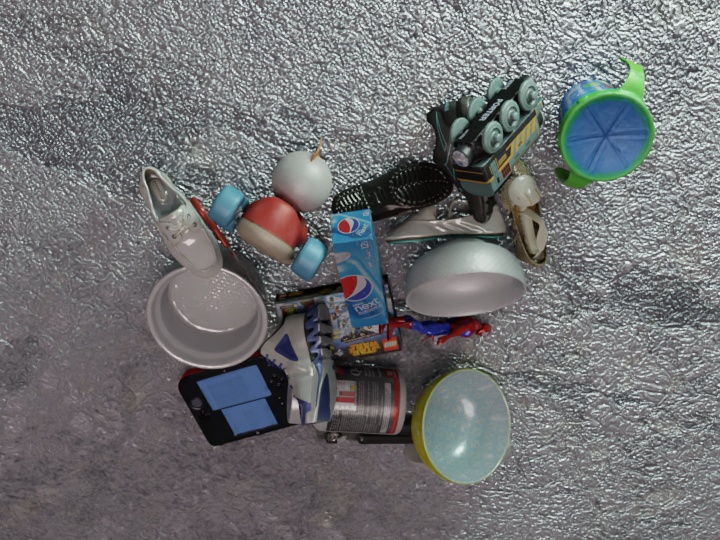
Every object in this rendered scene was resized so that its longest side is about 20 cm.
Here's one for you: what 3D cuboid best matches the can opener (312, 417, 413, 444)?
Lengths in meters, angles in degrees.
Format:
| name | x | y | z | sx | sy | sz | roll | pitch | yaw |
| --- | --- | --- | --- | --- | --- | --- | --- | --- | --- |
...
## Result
| name | x | y | z | sx | sy | sz | roll | pitch | yaw |
| --- | --- | --- | --- | --- | --- | --- | --- | --- | --- |
| can opener | 0.009 | 0.284 | 1.664 | 0.199 | 0.067 | 0.054 | 3 | 124 | -16 |

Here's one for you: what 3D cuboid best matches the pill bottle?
| name | x | y | z | sx | sy | sz | roll | pitch | yaw |
| --- | --- | --- | --- | --- | --- | --- | --- | --- | --- |
| pill bottle | -0.026 | 0.226 | 1.580 | 0.199 | 0.116 | 0.116 | 5 | 119 | -9 |

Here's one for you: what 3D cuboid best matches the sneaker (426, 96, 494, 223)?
| name | x | y | z | sx | sy | sz | roll | pitch | yaw |
| --- | --- | --- | --- | --- | --- | --- | --- | --- | --- |
| sneaker | 0.159 | -0.168 | 1.401 | 0.079 | 0.075 | 0.201 | -10 | 105 | 20 |

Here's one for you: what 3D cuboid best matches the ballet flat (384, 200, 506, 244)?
| name | x | y | z | sx | sy | sz | roll | pitch | yaw |
| --- | --- | --- | --- | --- | --- | --- | --- | --- | --- |
| ballet flat | 0.136 | -0.080 | 1.458 | 0.199 | 0.070 | 0.070 | -4 | 119 | -1 |

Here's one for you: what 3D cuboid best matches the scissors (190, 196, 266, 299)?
| name | x | y | z | sx | sy | sz | roll | pitch | yaw |
| --- | --- | --- | --- | --- | --- | --- | --- | --- | --- |
| scissors | -0.212 | -0.038 | 1.456 | 0.014 | 0.073 | 0.200 | -38 | 98 | -7 |

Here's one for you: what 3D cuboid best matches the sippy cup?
| name | x | y | z | sx | sy | sz | roll | pitch | yaw |
| --- | --- | --- | --- | --- | --- | --- | --- | --- | --- |
| sippy cup | 0.351 | -0.219 | 1.332 | 0.177 | 0.131 | 0.140 | -27 | 116 | 15 |

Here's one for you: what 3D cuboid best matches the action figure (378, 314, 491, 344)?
| name | x | y | z | sx | sy | sz | roll | pitch | yaw |
| --- | --- | --- | --- | --- | --- | --- | --- | --- | --- |
| action figure | 0.132 | 0.100 | 1.533 | 0.199 | 0.065 | 0.052 | -1 | 96 | -18 |

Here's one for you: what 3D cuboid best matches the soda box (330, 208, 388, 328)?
| name | x | y | z | sx | sy | sz | roll | pitch | yaw |
| --- | --- | --- | --- | --- | --- | --- | --- | --- | --- |
| soda box | 0.000 | 0.000 | 1.418 | 0.064 | 0.068 | 0.201 | -8 | 136 | 4 |

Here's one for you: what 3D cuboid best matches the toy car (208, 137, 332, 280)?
| name | x | y | z | sx | sy | sz | roll | pitch | yaw |
| --- | --- | --- | --- | --- | --- | --- | --- | --- | --- |
| toy car | -0.105 | -0.115 | 1.409 | 0.184 | 0.177 | 0.201 | 32 | 87 | -1 |

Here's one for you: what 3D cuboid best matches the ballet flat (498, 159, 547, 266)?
| name | x | y | z | sx | sy | sz | roll | pitch | yaw |
| --- | --- | --- | --- | --- | --- | --- | --- | --- | --- |
| ballet flat | 0.267 | -0.094 | 1.432 | 0.068 | 0.075 | 0.201 | -25 | 117 | -12 |

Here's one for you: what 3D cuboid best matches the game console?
| name | x | y | z | sx | sy | sz | roll | pitch | yaw |
| --- | --- | --- | --- | --- | --- | --- | --- | --- | --- |
| game console | -0.217 | 0.237 | 1.649 | 0.199 | 0.031 | 0.178 | -16 | 117 | 10 |

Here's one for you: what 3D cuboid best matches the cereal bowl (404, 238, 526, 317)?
| name | x | y | z | sx | sy | sz | roll | pitch | yaw |
| --- | --- | --- | --- | --- | --- | --- | --- | --- | --- |
| cereal bowl | 0.166 | 0.005 | 1.457 | 0.199 | 0.084 | 0.200 | -4 | 157 | -2 |

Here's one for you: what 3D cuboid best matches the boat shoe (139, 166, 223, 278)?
| name | x | y | z | sx | sy | sz | roll | pitch | yaw |
| --- | --- | --- | --- | --- | --- | --- | --- | --- | --- |
| boat shoe | -0.288 | -0.076 | 1.406 | 0.071 | 0.069 | 0.200 | -36 | 82 | -9 |

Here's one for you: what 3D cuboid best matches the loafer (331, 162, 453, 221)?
| name | x | y | z | sx | sy | sz | roll | pitch | yaw |
| --- | --- | --- | --- | --- | --- | --- | --- | --- | --- |
| loafer | 0.048 | -0.121 | 1.432 | 0.199 | 0.071 | 0.073 | -13 | 85 | -5 |

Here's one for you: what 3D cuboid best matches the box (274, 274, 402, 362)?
| name | x | y | z | sx | sy | sz | roll | pitch | yaw |
| --- | --- | --- | --- | --- | --- | --- | --- | --- | --- |
| box | -0.036 | 0.091 | 1.560 | 0.199 | 0.040 | 0.138 | -10 | 117 | 6 |

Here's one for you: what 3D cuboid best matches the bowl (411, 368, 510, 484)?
| name | x | y | z | sx | sy | sz | roll | pitch | yaw |
| --- | --- | --- | --- | --- | --- | --- | --- | --- | --- |
| bowl | 0.160 | 0.276 | 1.607 | 0.200 | 0.200 | 0.108 | 44 | 154 | -20 |

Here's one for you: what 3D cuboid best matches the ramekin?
| name | x | y | z | sx | sy | sz | roll | pitch | yaw |
| --- | --- | --- | --- | --- | --- | --- | --- | --- | --- |
| ramekin | -0.251 | 0.057 | 1.513 | 0.199 | 0.098 | 0.201 | 0 | 119 | 0 |

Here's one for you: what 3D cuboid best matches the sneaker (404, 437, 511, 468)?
| name | x | y | z | sx | sy | sz | roll | pitch | yaw |
| --- | --- | --- | --- | --- | --- | --- | --- | --- | --- |
| sneaker | 0.184 | 0.352 | 1.687 | 0.199 | 0.075 | 0.089 | -5 | 138 | 6 |

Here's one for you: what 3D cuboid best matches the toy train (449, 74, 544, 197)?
| name | x | y | z | sx | sy | sz | roll | pitch | yaw |
| --- | --- | --- | --- | --- | --- | --- | --- | --- | --- |
| toy train | 0.204 | -0.201 | 1.326 | 0.085 | 0.200 | 0.114 | 14 | 141 | 40 |

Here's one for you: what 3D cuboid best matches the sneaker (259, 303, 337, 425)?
| name | x | y | z | sx | sy | sz | roll | pitch | yaw |
| --- | --- | --- | --- | --- | --- | --- | --- | --- | --- |
| sneaker | -0.106 | 0.160 | 1.506 | 0.115 | 0.081 | 0.201 | -7 | 76 | 20 |
